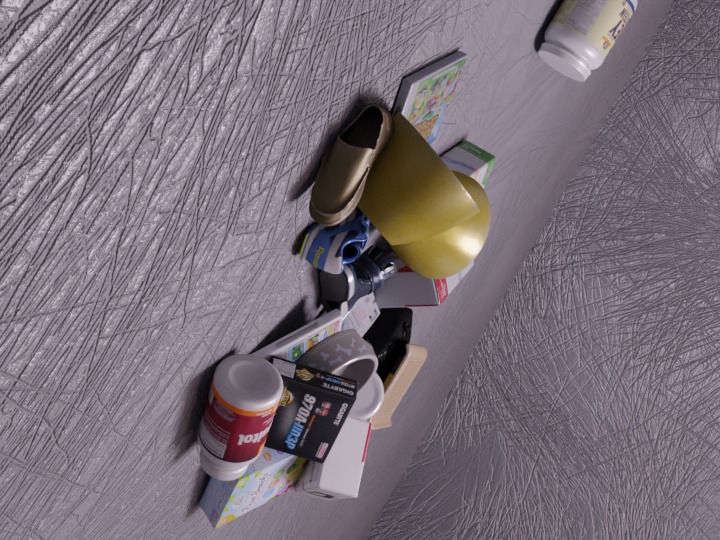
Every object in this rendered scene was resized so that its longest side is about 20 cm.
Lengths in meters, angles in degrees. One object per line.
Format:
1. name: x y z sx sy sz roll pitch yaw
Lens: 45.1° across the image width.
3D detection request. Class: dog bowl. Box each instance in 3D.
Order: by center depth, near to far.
1. dog bowl: -0.052 0.197 1.600 0.199 0.059 0.201 -32 153 -18

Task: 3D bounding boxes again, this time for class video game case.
1. video game case: 0.103 -0.268 1.480 0.200 0.022 0.184 -38 155 -48
2. video game case: -0.117 0.168 1.561 0.181 0.024 0.201 -28 151 -24
3. video game case: -0.040 0.117 1.734 0.182 0.045 0.200 -53 163 -10

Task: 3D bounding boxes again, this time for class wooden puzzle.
1. wooden puzzle: 0.079 0.257 1.946 0.202 0.037 0.185 -63 163 1

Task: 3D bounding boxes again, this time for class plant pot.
1. plant pot: 0.071 -0.123 1.357 0.142 0.201 0.200 -41 164 6
2. plant pot: 0.110 -0.101 1.545 0.141 0.200 0.202 22 102 -47

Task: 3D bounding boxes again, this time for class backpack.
1. backpack: 0.045 0.191 1.986 0.164 0.152 0.202 -51 144 -33

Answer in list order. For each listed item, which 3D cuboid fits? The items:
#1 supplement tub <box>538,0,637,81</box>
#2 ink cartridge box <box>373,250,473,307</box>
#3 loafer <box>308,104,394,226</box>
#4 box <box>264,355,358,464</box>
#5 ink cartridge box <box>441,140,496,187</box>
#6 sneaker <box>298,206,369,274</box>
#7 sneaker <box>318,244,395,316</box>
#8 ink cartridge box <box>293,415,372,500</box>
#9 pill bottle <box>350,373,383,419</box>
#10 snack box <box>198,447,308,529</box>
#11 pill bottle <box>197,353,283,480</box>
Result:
1. supplement tub: 0.491 -0.531 1.883 0.202 0.144 0.145 -58 163 5
2. ink cartridge box: 0.129 -0.005 1.769 0.200 0.144 0.084 -41 122 -52
3. loafer: -0.019 -0.160 1.257 0.202 0.075 0.068 -64 164 -12
4. box: -0.107 0.246 1.513 0.046 0.157 0.201 -81 -168 -47
5. ink cartridge box: 0.183 -0.162 1.788 0.200 0.087 0.147 -40 156 -48
6. sneaker: -0.018 -0.060 1.417 0.200 0.082 0.075 -46 159 -40
7. sneaker: -0.001 -0.001 1.553 0.146 0.077 0.203 -39 168 -18
8. ink cartridge box: -0.058 0.370 1.712 0.200 0.083 0.147 139 -34 -66
9. pill bottle: -0.026 0.267 1.862 0.116 0.115 0.200 -51 -177 -16
10. snack box: -0.194 0.389 1.659 0.198 0.068 0.170 -16 145 -41
11. pill bottle: -0.200 0.242 1.398 0.113 0.112 0.202 -36 154 -49
